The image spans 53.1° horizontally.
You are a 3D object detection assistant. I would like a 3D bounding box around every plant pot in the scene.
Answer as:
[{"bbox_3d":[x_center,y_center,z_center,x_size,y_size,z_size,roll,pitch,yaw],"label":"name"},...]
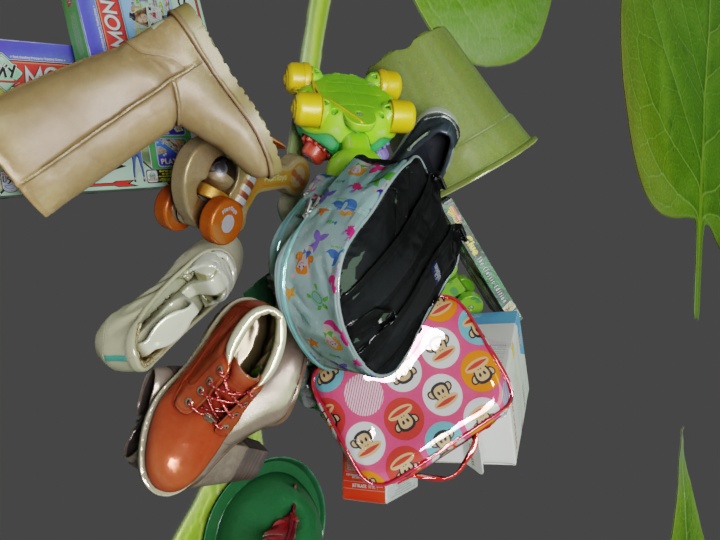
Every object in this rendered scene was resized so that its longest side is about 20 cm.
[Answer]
[{"bbox_3d":[0.103,-0.210,0.960,0.200,0.200,0.191,-35,99,-41],"label":"plant pot"}]

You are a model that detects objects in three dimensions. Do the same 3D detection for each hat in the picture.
[{"bbox_3d":[-0.054,0.295,0.746,0.200,0.176,0.166,-24,104,-44],"label":"hat"}]

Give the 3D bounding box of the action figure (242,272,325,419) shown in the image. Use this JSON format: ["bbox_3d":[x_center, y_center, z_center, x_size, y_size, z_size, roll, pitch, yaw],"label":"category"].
[{"bbox_3d":[-0.061,0.091,0.848,0.118,0.055,0.201,-36,116,-44],"label":"action figure"}]

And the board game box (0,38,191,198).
[{"bbox_3d":[-0.254,-0.141,0.681,0.200,0.029,0.135,-12,96,-46],"label":"board game box"}]

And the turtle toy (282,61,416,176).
[{"bbox_3d":[-0.015,-0.161,0.835,0.145,0.101,0.200,1,41,-15],"label":"turtle toy"}]

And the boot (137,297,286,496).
[{"bbox_3d":[-0.132,0.113,0.647,0.075,0.107,0.201,32,76,-20],"label":"boot"}]

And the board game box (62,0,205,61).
[{"bbox_3d":[-0.217,-0.260,0.690,0.134,0.029,0.201,-10,83,-46],"label":"board game box"}]

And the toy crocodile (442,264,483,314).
[{"bbox_3d":[0.122,0.015,1.037,0.200,0.062,0.068,53,11,-28],"label":"toy crocodile"}]

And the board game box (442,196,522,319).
[{"bbox_3d":[0.159,-0.019,1.026,0.023,0.105,0.200,-32,103,2],"label":"board game box"}]

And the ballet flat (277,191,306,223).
[{"bbox_3d":[-0.019,-0.030,0.887,0.200,0.069,0.070,48,56,-32],"label":"ballet flat"}]

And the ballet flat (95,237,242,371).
[{"bbox_3d":[-0.171,0.028,0.717,0.200,0.069,0.070,-48,120,-36],"label":"ballet flat"}]

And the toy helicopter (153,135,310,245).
[{"bbox_3d":[-0.118,-0.107,0.751,0.200,0.079,0.133,-16,118,-57],"label":"toy helicopter"}]

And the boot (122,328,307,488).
[{"bbox_3d":[-0.145,0.125,0.730,0.146,0.070,0.201,25,78,-32],"label":"boot"}]

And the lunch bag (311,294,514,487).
[{"bbox_3d":[0.063,0.142,0.788,0.199,0.082,0.177,-29,76,-5],"label":"lunch bag"}]

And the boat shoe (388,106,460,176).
[{"bbox_3d":[0.056,-0.098,0.859,0.075,0.200,0.062,28,33,-13],"label":"boat shoe"}]

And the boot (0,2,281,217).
[{"bbox_3d":[-0.192,-0.109,0.623,0.200,0.066,0.176,-35,105,-11],"label":"boot"}]

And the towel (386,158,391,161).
[{"bbox_3d":[0.043,-0.043,0.940,0.018,0.086,0.201,-31,110,-59],"label":"towel"}]

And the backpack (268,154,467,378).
[{"bbox_3d":[0.000,0.000,0.715,0.200,0.150,0.178,-63,141,-36],"label":"backpack"}]

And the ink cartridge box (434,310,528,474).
[{"bbox_3d":[0.143,0.155,0.939,0.200,0.125,0.129,-52,134,-61],"label":"ink cartridge box"}]

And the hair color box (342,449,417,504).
[{"bbox_3d":[0.026,0.175,0.900,0.111,0.064,0.201,12,78,-65],"label":"hair color box"}]
